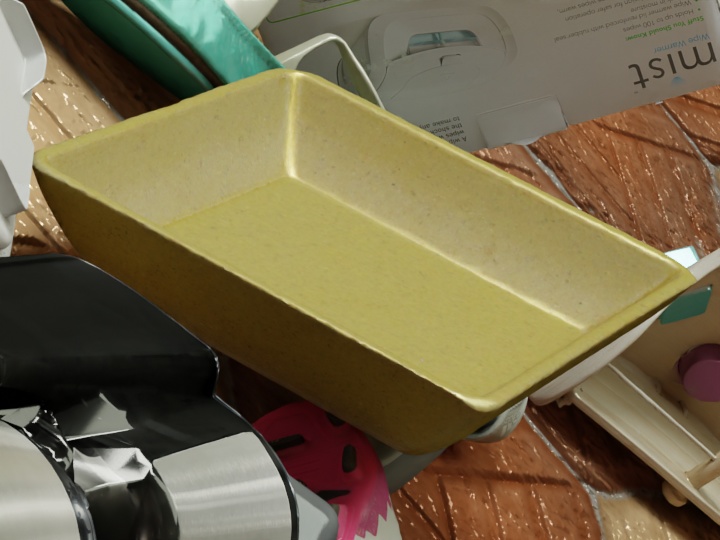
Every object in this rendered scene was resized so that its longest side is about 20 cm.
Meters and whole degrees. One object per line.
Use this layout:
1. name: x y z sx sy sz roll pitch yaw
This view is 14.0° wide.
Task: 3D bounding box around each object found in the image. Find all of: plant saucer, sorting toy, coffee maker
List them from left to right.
1. coffee maker: -0.134 0.048 0.801 0.192 0.135 0.200 59 22 14
2. plant saucer: 0.000 0.000 1.108 0.200 0.049 0.200 28 25 20
3. sorting toy: 0.207 0.039 1.404 0.200 0.180 0.107 40 25 -27

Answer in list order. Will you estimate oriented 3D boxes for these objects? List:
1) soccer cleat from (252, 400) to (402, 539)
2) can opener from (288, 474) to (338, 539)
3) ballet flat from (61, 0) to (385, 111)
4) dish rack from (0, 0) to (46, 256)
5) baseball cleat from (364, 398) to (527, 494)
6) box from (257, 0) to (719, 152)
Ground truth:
1. soccer cleat: -0.010 0.131 1.023 0.200 0.070 0.086 -103 171 -53
2. can opener: -0.103 0.054 0.946 0.200 0.053 0.067 36 59 -11
3. ballet flat: -0.045 -0.085 1.243 0.200 0.070 0.067 44 -16 -23
4. dish rack: -0.156 -0.102 0.997 0.172 0.043 0.200 -95 166 -59
5. baseball cleat: 0.036 0.048 1.211 0.200 0.070 0.107 -60 142 -47
6. box: 0.050 -0.150 1.293 0.097 0.199 0.177 -85 156 -57
